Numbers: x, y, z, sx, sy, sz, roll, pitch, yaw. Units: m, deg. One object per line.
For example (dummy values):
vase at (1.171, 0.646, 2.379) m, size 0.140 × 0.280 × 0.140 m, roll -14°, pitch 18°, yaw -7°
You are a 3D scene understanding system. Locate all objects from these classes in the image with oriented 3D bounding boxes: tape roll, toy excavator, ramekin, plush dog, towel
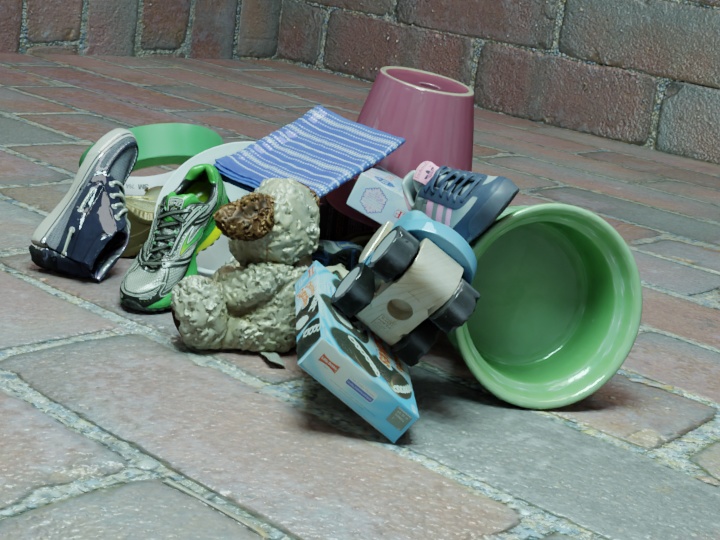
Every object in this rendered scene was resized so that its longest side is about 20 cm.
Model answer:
tape roll at (-0.278, -0.134, 1.706) m, size 0.197 × 0.049 × 0.201 m, roll -12°, pitch -17°, yaw -4°
toy excavator at (0.047, -0.006, 1.220) m, size 0.100 × 0.194 × 0.201 m, roll 38°, pitch 44°, yaw -10°
ramekin at (0.174, 0.029, 1.269) m, size 0.197 × 0.203 × 0.098 m, roll 5°, pitch 7°, yaw -14°
plush dog at (-0.090, -0.010, 1.300) m, size 0.158 × 0.174 × 0.200 m, roll 12°, pitch 14°, yaw 15°
towel at (-0.062, -0.137, 1.486) m, size 0.144 × 0.024 × 0.199 m, roll 24°, pitch 42°, yaw 33°

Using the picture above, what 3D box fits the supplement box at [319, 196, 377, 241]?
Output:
supplement box at (-0.027, -0.070, 1.739) m, size 0.110 × 0.087 × 0.198 m, roll 21°, pitch 19°, yaw 40°

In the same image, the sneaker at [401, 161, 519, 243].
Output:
sneaker at (0.088, -0.072, 1.233) m, size 0.082 × 0.070 × 0.200 m, roll 46°, pitch -15°, yaw -7°

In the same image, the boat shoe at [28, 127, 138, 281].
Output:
boat shoe at (-0.295, -0.074, 1.480) m, size 0.092 × 0.202 × 0.075 m, roll 20°, pitch -24°, yaw 21°

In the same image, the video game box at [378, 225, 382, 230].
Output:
video game box at (0.117, 0.025, 1.409) m, size 0.198 × 0.047 × 0.182 m, roll 27°, pitch 13°, yaw -18°

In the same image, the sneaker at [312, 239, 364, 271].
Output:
sneaker at (0.000, 0.000, 1.507) m, size 0.076 × 0.077 × 0.199 m, roll -9°, pitch 23°, yaw -38°

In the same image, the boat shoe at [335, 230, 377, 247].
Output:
boat shoe at (0.057, -0.028, 1.669) m, size 0.197 × 0.073 × 0.072 m, roll -6°, pitch 20°, yaw -25°

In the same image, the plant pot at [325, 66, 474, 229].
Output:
plant pot at (0.066, -0.160, 1.636) m, size 0.197 × 0.181 × 0.200 m, roll 12°, pitch 18°, yaw -4°

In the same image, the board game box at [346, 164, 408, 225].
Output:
board game box at (0.087, -0.053, 1.455) m, size 0.198 × 0.042 × 0.200 m, roll 30°, pitch 9°, yaw 2°

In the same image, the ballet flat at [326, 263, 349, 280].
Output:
ballet flat at (-0.009, 0.026, 1.375) m, size 0.068 × 0.071 × 0.200 m, roll 4°, pitch 8°, yaw -17°

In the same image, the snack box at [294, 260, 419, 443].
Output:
snack box at (-0.007, 0.070, 1.175) m, size 0.116 × 0.037 × 0.200 m, roll 40°, pitch 13°, yaw -16°

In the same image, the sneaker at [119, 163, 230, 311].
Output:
sneaker at (-0.213, -0.039, 1.403) m, size 0.077 × 0.086 × 0.201 m, roll 12°, pitch 53°, yaw 18°

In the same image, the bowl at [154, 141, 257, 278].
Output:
bowl at (-0.142, -0.051, 1.517) m, size 0.198 × 0.091 × 0.203 m, roll -4°, pitch 53°, yaw 5°

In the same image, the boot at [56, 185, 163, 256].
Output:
boot at (-0.290, -0.070, 1.622) m, size 0.197 × 0.074 × 0.156 m, roll 4°, pitch 14°, yaw -12°
